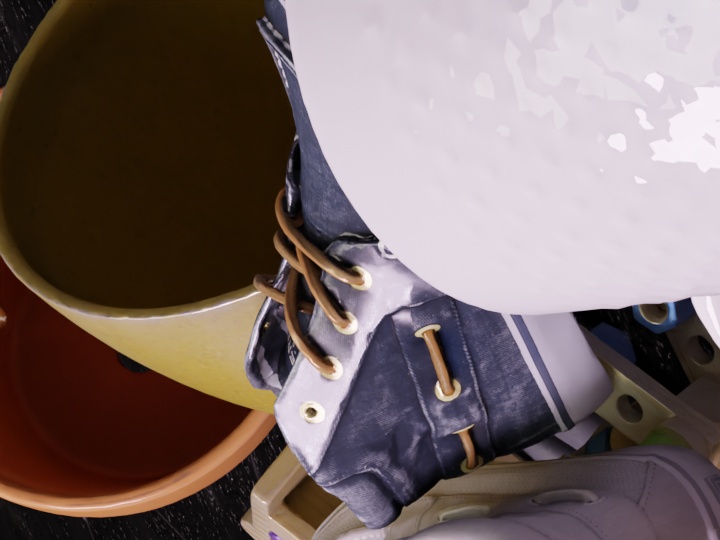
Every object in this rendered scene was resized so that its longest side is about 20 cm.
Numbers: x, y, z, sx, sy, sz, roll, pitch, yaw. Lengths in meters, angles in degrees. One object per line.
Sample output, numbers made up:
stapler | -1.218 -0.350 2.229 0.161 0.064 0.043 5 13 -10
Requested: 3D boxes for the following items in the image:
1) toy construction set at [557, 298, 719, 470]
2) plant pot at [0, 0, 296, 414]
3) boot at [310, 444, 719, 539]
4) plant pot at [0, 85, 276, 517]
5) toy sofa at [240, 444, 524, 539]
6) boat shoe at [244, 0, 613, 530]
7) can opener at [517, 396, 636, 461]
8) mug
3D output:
toy construction set | 0.127 0.104 0.812 0.201 0.092 0.131 57 139 23
plant pot | -0.008 -0.027 0.860 0.200 0.200 0.142 38 170 46
boot | 0.019 0.098 0.786 0.199 0.095 0.074 -23 82 49
plant pot | -0.112 0.023 1.164 0.201 0.199 0.140 55 175 15
toy sofa | 0.056 0.122 0.931 0.200 0.083 0.098 37 164 11
boat shoe | 0.000 0.000 0.697 0.071 0.091 0.201 56 180 45
can opener | 0.052 0.026 0.948 0.200 0.066 0.053 36 154 33
mug | 0.102 -0.048 0.583 0.175 0.147 0.201 -9 110 49
